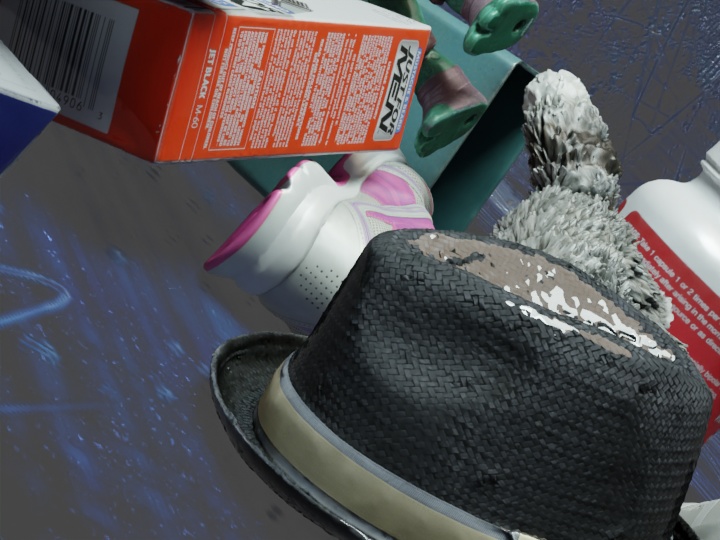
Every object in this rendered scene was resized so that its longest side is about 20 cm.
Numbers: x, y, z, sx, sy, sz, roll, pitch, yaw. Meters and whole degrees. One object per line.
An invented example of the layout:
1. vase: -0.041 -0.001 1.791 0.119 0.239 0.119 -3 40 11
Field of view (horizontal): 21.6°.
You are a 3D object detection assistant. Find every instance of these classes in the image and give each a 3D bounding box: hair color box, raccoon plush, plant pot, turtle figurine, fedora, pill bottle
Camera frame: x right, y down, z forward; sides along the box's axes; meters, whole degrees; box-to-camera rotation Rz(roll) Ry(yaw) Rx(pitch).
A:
1. hair color box: -0.065 -0.093 0.788 0.110 0.064 0.200 23 13 24
2. raccoon plush: 0.070 -0.014 0.837 0.134 0.096 0.201 40 30 -60
3. plant pot: -0.018 -0.106 1.048 0.200 0.142 0.141 37 8 12
4. turtle figurine: -0.007 -0.158 0.914 0.200 0.100 0.150 46 -26 19
5. fedora: 0.051 0.044 0.670 0.199 0.092 0.201 24 16 -7
6. pill bottle: 0.145 0.030 0.934 0.112 0.200 0.112 41 11 -10

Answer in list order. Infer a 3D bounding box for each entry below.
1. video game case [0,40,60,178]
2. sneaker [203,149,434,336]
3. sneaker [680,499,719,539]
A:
1. video game case: -0.206 -0.112 0.580 0.181 0.045 0.200 49 11 18
2. sneaker: 0.000 0.000 0.861 0.088 0.081 0.200 46 19 5
3. sneaker: 0.167 0.135 0.838 0.075 0.082 0.200 59 -7 -3
